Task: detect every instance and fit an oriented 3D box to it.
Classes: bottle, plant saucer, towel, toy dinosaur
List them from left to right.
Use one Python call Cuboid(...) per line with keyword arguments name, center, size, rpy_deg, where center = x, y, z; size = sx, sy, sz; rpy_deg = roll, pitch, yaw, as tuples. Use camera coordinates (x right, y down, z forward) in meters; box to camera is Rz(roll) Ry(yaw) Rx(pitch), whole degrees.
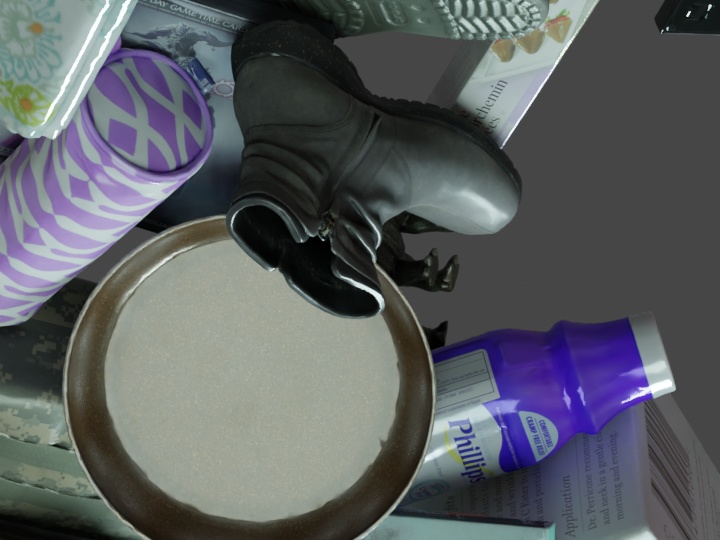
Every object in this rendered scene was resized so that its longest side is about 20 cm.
Cuboid(name="towel", center=(-0.169, -0.184, 1.464), size=(0.171, 0.048, 0.200), rpy_deg=(44, 128, 15))
Cuboid(name="plant saucer", center=(-0.059, 0.063, 1.613), size=(0.199, 0.032, 0.201), rpy_deg=(0, 105, 1))
Cuboid(name="toy dinosaur", center=(0.000, 0.000, 1.678), size=(0.102, 0.077, 0.200), rpy_deg=(11, 148, 13))
Cuboid(name="bottle", center=(0.074, 0.074, 1.674), size=(0.199, 0.066, 0.084), rpy_deg=(-17, 140, 3))

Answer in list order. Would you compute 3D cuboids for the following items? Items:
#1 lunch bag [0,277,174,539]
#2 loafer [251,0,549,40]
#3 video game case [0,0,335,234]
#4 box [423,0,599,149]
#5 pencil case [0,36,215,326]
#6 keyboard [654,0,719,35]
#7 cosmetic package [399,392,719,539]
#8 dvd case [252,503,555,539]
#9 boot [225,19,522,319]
Cuboid(name="lunch bag", center=(-0.175, 0.103, 1.730), size=(0.163, 0.118, 0.200), rpy_deg=(14, 138, -17))
Cuboid(name="loafer", center=(0.002, -0.161, 1.539), size=(0.199, 0.070, 0.075), rpy_deg=(6, 157, 10))
Cuboid(name="video game case", center=(-0.113, -0.088, 1.594), size=(0.142, 0.019, 0.200), rpy_deg=(17, 145, -13))
Cuboid(name="box", center=(0.080, -0.117, 1.586), size=(0.039, 0.042, 0.200), rpy_deg=(20, 127, -16))
Cuboid(name="pencil case", center=(-0.158, -0.044, 1.580), size=(0.086, 0.084, 0.200), rpy_deg=(49, 134, -2))
Cuboid(name="keyboard", center=(0.200, -0.196, 1.507), size=(0.127, 0.021, 0.200), rpy_deg=(-2, 136, -36))
Cuboid(name="cosmetic package", center=(0.104, 0.173, 1.753), size=(0.199, 0.165, 0.165), rpy_deg=(-21, 128, 19))
Cuboid(name="dvd case", center=(0.007, 0.201, 1.658), size=(0.199, 0.022, 0.147), rpy_deg=(5, 98, 17))
Cuboid(name="boot", center=(0.004, -0.028, 1.534), size=(0.199, 0.132, 0.070), rpy_deg=(26, 137, -34))
